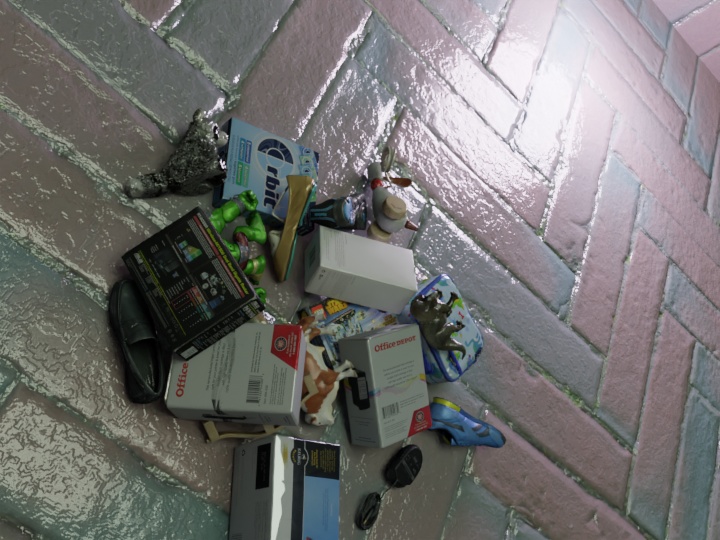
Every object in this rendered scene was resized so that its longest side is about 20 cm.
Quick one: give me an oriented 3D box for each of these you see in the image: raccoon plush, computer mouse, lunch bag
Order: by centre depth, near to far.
[{"bbox_3d":[-0.318,-0.209,1.402,0.200,0.097,0.134,-9,71,-41],"label":"raccoon plush"},{"bbox_3d":[0.051,0.399,1.503,0.200,0.034,0.059,-42,118,-36],"label":"computer mouse"},{"bbox_3d":[0.161,0.122,1.656,0.161,0.082,0.200,-35,103,-44],"label":"lunch bag"}]

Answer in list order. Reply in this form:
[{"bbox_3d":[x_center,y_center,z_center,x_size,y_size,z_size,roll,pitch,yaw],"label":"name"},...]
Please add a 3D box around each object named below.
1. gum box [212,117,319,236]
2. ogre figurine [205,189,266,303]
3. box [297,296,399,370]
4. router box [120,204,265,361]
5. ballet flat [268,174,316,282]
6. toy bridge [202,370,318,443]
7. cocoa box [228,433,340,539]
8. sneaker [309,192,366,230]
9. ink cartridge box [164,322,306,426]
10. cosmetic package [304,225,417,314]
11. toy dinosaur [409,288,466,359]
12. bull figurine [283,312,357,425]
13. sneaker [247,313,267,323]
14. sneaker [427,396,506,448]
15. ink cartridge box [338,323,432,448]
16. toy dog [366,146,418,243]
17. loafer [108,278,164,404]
[{"bbox_3d":[-0.175,-0.175,1.532,0.200,0.045,0.171,17,63,-33],"label":"gum box"},{"bbox_3d":[-0.223,-0.033,1.393,0.120,0.098,0.201,-6,114,-39],"label":"ogre figurine"},{"bbox_3d":[-0.014,0.106,1.555,0.200,0.040,0.137,-21,88,-43],"label":"box"},{"bbox_3d":[-0.263,0.018,1.272,0.150,0.062,0.200,-33,66,-4],"label":"router box"},{"bbox_3d":[-0.137,-0.080,1.483,0.063,0.069,0.201,17,96,-5],"label":"ballet flat"},{"bbox_3d":[-0.160,0.237,1.328,0.199,0.027,0.067,-25,100,-10],"label":"toy bridge"},{"bbox_3d":[-0.120,0.378,1.294,0.131,0.133,0.201,17,63,-35],"label":"cocoa box"},{"bbox_3d":[-0.038,-0.115,1.579,0.200,0.082,0.074,2,85,-75],"label":"sneaker"},{"bbox_3d":[-0.194,0.163,1.285,0.199,0.084,0.145,3,65,4],"label":"ink cartridge box"},{"bbox_3d":[0.000,0.000,1.535,0.199,0.085,0.108,16,45,-19],"label":"cosmetic package"},{"bbox_3d":[0.147,0.100,1.557,0.102,0.077,0.200,-39,130,-27],"label":"toy dinosaur"},{"bbox_3d":[-0.079,0.175,1.433,0.121,0.065,0.200,-29,85,0],"label":"bull figurine"},{"bbox_3d":[-0.185,0.161,1.367,0.090,0.067,0.201,-24,95,-45],"label":"sneaker"},{"bbox_3d":[0.210,0.330,1.641,0.200,0.066,0.079,32,67,-26],"label":"sneaker"},{"bbox_3d":[0.047,0.209,1.501,0.145,0.083,0.201,-11,94,-44],"label":"ink cartridge box"},{"bbox_3d":[0.069,-0.144,1.668,0.096,0.132,0.201,15,63,-23],"label":"toy dog"},{"bbox_3d":[-0.343,0.106,1.261,0.068,0.070,0.201,-4,75,-41],"label":"loafer"}]
